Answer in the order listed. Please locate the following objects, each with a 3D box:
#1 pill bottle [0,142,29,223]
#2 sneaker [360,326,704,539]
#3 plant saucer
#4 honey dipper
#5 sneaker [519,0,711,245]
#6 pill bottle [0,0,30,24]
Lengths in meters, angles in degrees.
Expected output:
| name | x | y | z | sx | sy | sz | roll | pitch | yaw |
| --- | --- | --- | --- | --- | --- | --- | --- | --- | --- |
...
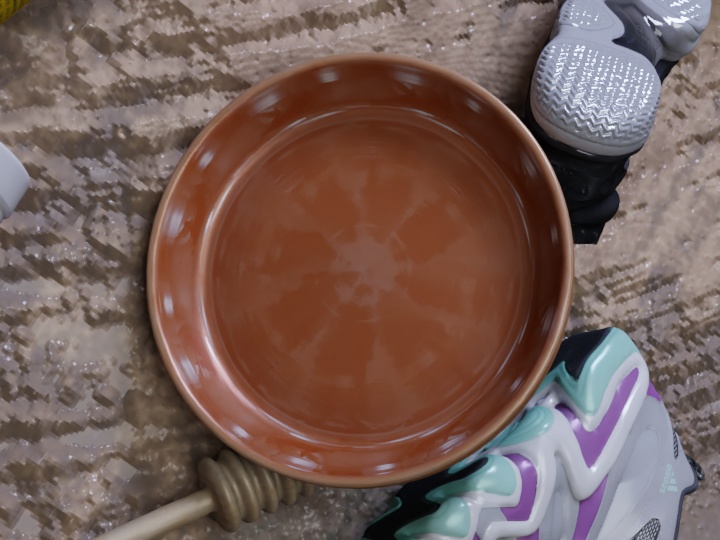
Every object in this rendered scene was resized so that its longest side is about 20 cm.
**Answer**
| name | x | y | z | sx | sy | sz | roll | pitch | yaw |
| --- | --- | --- | --- | --- | --- | --- | --- | --- | --- |
| pill bottle | -0.220 | 0.025 | 0.773 | 0.104 | 0.104 | 0.201 | 37 | 72 | -17 |
| sneaker | 0.097 | 0.138 | 0.918 | 0.200 | 0.078 | 0.140 | -40 | 101 | -21 |
| plant saucer | 0.000 | 0.000 | 0.865 | 0.199 | 0.032 | 0.202 | -2 | 79 | 11 |
| honey dipper | -0.115 | 0.124 | 0.852 | 0.199 | 0.038 | 0.038 | -22 | 94 | -20 |
| sneaker | 0.115 | -0.086 | 0.949 | 0.075 | 0.114 | 0.200 | 26 | 38 | 5 |
| pill bottle | -0.170 | -0.167 | 0.806 | 0.200 | 0.112 | 0.113 | -44 | 103 | -21 |
